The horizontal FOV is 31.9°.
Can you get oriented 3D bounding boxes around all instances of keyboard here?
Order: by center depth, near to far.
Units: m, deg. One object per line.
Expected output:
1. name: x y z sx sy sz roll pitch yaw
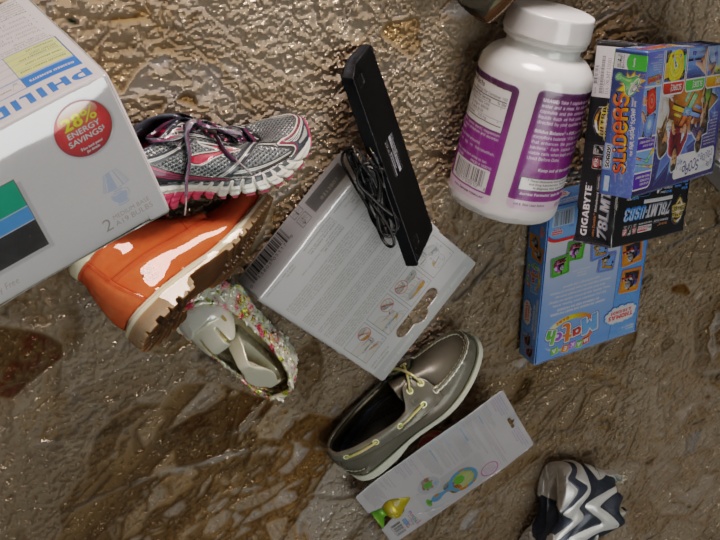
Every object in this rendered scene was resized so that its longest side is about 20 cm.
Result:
1. keyboard: 0.012 -0.099 1.157 0.040 0.104 0.200 -11 114 23

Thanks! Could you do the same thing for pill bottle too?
1. pill bottle: 0.159 -0.155 1.213 0.112 0.112 0.200 -2 118 -32

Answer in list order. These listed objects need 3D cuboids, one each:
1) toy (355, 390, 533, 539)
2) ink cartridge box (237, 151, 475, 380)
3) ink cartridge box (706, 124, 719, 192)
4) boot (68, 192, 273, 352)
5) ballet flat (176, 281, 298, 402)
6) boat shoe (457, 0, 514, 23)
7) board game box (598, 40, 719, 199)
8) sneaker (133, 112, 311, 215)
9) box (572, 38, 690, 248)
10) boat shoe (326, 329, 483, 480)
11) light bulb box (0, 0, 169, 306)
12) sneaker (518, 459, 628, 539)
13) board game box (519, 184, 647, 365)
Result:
1. toy: 0.090 0.215 1.430 0.200 0.047 0.115 -37 134 -5
2. ink cartridge box: 0.000 0.000 1.245 0.163 0.057 0.200 -51 136 2
3. ink cartridge box: 0.466 -0.179 1.418 0.145 0.084 0.200 35 94 -41
4. boot: -0.161 -0.027 1.102 0.200 0.107 0.075 -44 167 -39
5. ballet flat: -0.120 0.061 1.181 0.076 0.064 0.200 -35 133 17
6. boat shoe: 0.169 -0.309 1.147 0.074 0.076 0.200 29 99 -45
7. board game box: 0.296 -0.149 1.214 0.200 0.034 0.136 -16 114 -52
8. sneaker: -0.134 -0.101 1.073 0.200 0.081 0.075 -17 123 -24
9. box: 0.289 -0.131 1.284 0.200 0.050 0.199 -11 112 -54
10. boat shoe: 0.047 0.137 1.338 0.202 0.072 0.060 -46 136 3
11. light bulb box: -0.277 -0.080 0.911 0.198 0.200 0.125 -31 129 -14
12. sneaker: 0.277 0.332 1.599 0.129 0.079 0.199 3 105 -25
13. board game box: 0.254 -0.003 1.414 0.151 0.037 0.200 -15 122 -26
